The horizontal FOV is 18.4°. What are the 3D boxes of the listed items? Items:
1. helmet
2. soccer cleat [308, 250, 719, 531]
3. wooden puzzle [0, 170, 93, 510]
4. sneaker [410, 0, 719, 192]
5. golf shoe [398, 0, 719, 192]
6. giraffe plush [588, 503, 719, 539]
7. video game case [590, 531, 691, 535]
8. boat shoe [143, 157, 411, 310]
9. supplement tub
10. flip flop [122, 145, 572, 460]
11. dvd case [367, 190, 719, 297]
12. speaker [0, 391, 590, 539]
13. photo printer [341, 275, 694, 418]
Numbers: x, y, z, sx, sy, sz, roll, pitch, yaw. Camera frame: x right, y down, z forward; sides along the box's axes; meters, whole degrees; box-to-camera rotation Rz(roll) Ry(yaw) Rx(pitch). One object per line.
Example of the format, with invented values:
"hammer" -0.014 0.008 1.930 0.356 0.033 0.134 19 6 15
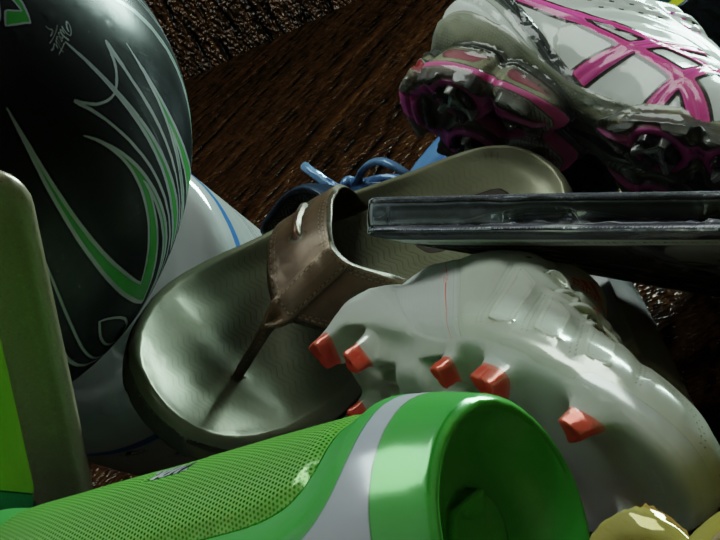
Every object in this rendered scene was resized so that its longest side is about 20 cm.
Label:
"helmet" -0.153 -0.039 0.781 0.200 0.191 0.200 -37 27 22
"soccer cleat" 0.055 0.028 0.676 0.077 0.069 0.200 -32 21 -19
"wooden puzzle" -0.148 0.094 0.667 0.037 0.185 0.200 18 45 26
"sneaker" 0.096 -0.081 0.968 0.200 0.066 0.079 -37 35 27
"golf shoe" 0.118 -0.069 0.858 0.200 0.073 0.092 22 63 21
"giraffe plush" 0.131 0.067 0.454 0.162 0.200 0.173 -54 7 19
"video game case" 0.008 0.130 0.660 0.200 0.046 0.181 -25 12 9
"boat shoe" -0.005 -0.007 0.873 0.084 0.069 0.200 -19 14 40
"supplement tub" -0.097 0.023 0.978 0.132 0.132 0.200 -26 -13 7
"flip flop" 0.000 0.000 0.795 0.200 0.081 0.058 -28 -27 -28
"dvd case" 0.123 -0.005 0.746 0.200 0.016 0.149 10 -6 -44
"speaker" -0.038 0.091 0.614 0.200 0.089 0.088 -19 14 35
"photo printer" 0.038 0.058 0.842 0.166 0.070 0.200 -26 11 5
